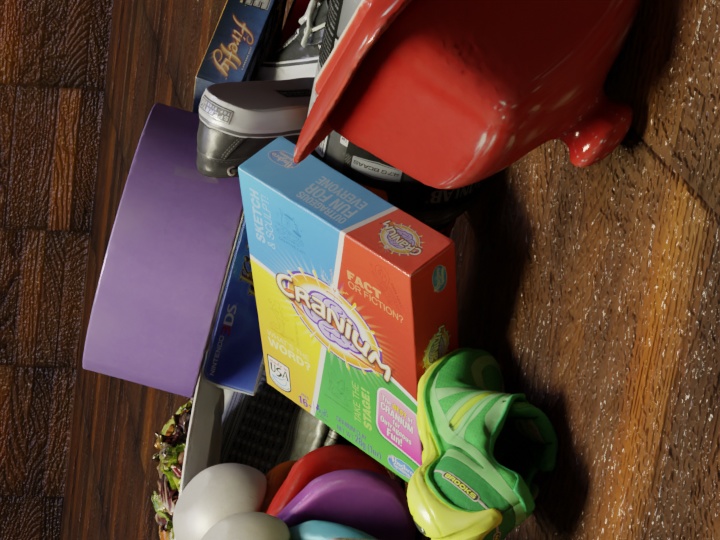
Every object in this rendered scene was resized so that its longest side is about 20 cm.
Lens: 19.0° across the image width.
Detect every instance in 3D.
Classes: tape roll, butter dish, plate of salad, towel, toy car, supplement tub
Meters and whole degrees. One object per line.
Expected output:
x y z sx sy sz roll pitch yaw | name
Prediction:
-0.134 -0.015 1.556 0.200 0.085 0.201 -164 90 -86 | tape roll
0.081 -0.115 1.144 0.200 0.148 0.199 -48 -2 -22 | butter dish
-0.138 0.159 1.671 0.200 0.048 0.201 8 -90 -89 | plate of salad
-0.061 0.093 1.712 0.192 0.034 0.201 16 86 64 | towel
-0.027 0.200 1.528 0.150 0.175 0.200 -48 20 5 | toy car
0.030 -0.113 1.366 0.123 0.122 0.201 -105 22 -52 | supplement tub

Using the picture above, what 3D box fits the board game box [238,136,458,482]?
-0.004 0.030 1.378 0.153 0.040 0.200 32 145 33 | board game box

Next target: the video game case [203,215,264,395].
-0.069 -0.017 1.625 0.181 0.045 0.201 -72 -2 -86 | video game case

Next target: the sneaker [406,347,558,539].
0.077 0.105 1.260 0.074 0.083 0.200 62 -165 -21 | sneaker

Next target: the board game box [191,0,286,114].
-0.095 -0.147 1.656 0.200 0.034 0.136 106 -177 -65 | board game box

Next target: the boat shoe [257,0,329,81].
-0.010 -0.170 1.545 0.199 0.073 0.068 -6 92 58 | boat shoe

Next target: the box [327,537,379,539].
0.020 0.269 1.308 0.200 0.130 0.200 143 129 -72 | box

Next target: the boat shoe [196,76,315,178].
-0.033 -0.089 1.468 0.070 0.200 0.066 31 114 35 | boat shoe

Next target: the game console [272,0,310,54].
-0.055 -0.155 1.766 0.200 0.031 0.177 104 -175 -67 | game console
